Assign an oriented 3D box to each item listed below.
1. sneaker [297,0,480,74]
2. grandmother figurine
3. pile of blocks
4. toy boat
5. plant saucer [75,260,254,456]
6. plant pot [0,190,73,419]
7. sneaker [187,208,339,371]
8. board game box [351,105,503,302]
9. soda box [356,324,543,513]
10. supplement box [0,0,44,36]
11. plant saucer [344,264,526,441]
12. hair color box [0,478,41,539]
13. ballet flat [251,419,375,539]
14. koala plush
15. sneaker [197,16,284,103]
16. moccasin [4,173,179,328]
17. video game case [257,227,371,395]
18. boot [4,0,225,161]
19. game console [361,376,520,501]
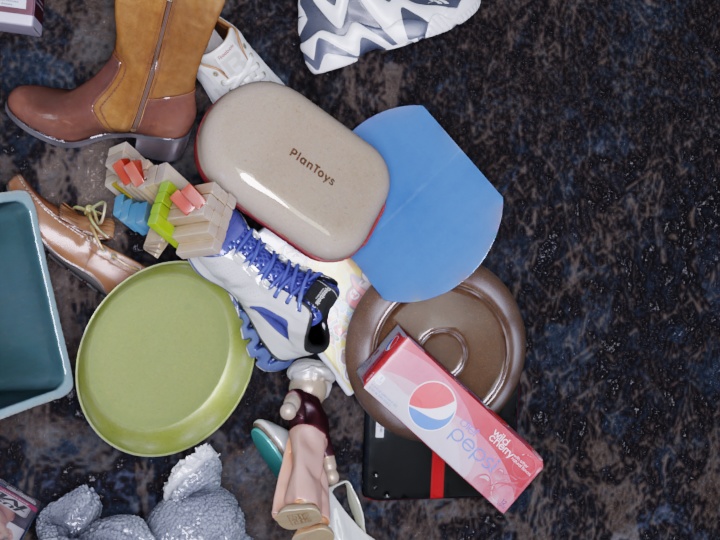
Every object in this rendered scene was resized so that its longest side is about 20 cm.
[{"bbox_3d":[0.020,-0.296,1.026,0.196,0.080,0.132,-18,104,2],"label":"sneaker"},{"bbox_3d":[-0.055,0.168,0.991,0.059,0.202,0.122,-8,132,7],"label":"grandmother figurine"},{"bbox_3d":[-0.202,-0.068,0.933,0.083,0.198,0.062,-57,136,-11],"label":"pile of blocks"},{"bbox_3d":[-0.076,-0.094,0.991,0.199,0.130,0.132,35,70,-14],"label":"toy boat"},{"bbox_3d":[-0.197,0.086,0.999,0.197,0.031,0.204,-12,110,-34],"label":"plant saucer"},{"bbox_3d":[-0.420,0.049,0.910,0.197,0.195,0.200,-9,95,30],"label":"plant pot"},{"bbox_3d":[-0.083,0.009,0.980,0.201,0.114,0.081,61,41,-24],"label":"sneaker"},{"bbox_3d":[0.052,-0.065,1.023,0.158,0.039,0.201,-43,71,10],"label":"board game box"},{"bbox_3d":[0.090,0.149,0.998,0.200,0.063,0.070,42,91,-11],"label":"soda box"},{"bbox_3d":[-0.364,-0.343,0.974,0.107,0.061,0.204,6,93,-10],"label":"supplement box"},{"bbox_3d":[0.082,0.086,1.035,0.196,0.032,0.204,-1,98,-8],"label":"plant saucer"},{"bbox_3d":[-0.371,0.246,0.929,0.099,0.200,0.061,31,88,-9],"label":"hair color box"},{"bbox_3d":[-0.046,0.231,1.055,0.069,0.069,0.202,-30,100,-6],"label":"ballet flat"},{"bbox_3d":[-0.198,0.285,0.985,0.198,0.183,0.180,-25,97,-19],"label":"koala plush"},{"bbox_3d":[-0.126,-0.192,1.007,0.200,0.085,0.073,43,84,-10],"label":"sneaker"},{"bbox_3d":[-0.268,-0.028,0.996,0.201,0.074,0.078,40,84,-9],"label":"moccasin"},{"bbox_3d":[0.000,0.000,1.066,0.181,0.023,0.201,-37,98,-5],"label":"video game case"},{"bbox_3d":[-0.236,-0.204,0.938,0.185,0.069,0.202,15,133,-9],"label":"boot"},{"bbox_3d":[0.089,0.151,1.076,0.173,0.031,0.204,1,98,-8],"label":"game console"}]
